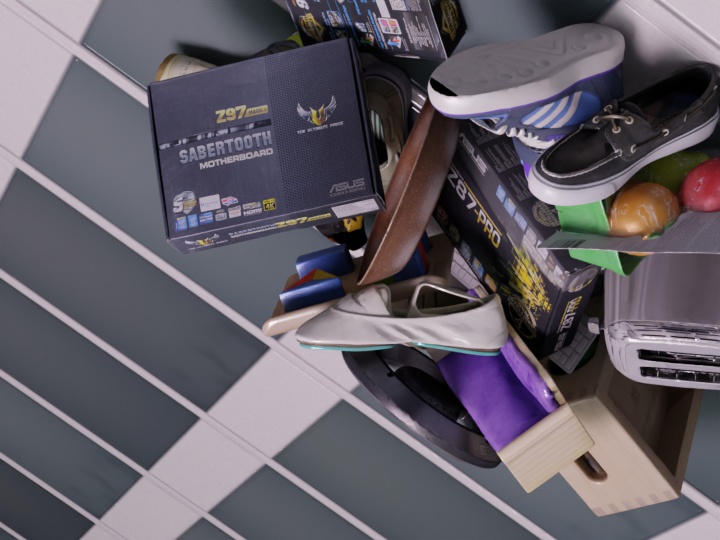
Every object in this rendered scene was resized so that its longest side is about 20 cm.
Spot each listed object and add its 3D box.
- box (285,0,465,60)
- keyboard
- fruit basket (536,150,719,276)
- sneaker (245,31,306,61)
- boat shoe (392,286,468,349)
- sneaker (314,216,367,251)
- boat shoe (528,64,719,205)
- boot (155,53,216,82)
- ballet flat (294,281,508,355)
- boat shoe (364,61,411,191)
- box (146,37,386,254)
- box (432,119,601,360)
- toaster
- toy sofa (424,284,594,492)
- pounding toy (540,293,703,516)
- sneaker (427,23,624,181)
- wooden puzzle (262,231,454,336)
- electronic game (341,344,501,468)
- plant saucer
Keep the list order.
[{"bbox_3d":[-0.006,-0.279,1.523,0.159,0.046,0.200,9,142,31],"label":"box"},{"bbox_3d":[0.159,0.026,1.719,0.200,0.056,0.011,42,-171,38],"label":"keyboard"},{"bbox_3d":[0.278,-0.054,1.465,0.200,0.185,0.094,7,124,35],"label":"fruit basket"},{"bbox_3d":[-0.045,-0.138,1.621,0.074,0.081,0.200,97,151,-58],"label":"sneaker"},{"bbox_3d":[0.065,0.047,1.799,0.068,0.075,0.200,0,174,39],"label":"boat shoe"},{"bbox_3d":[-0.028,-0.085,1.735,0.090,0.070,0.200,47,171,20],"label":"sneaker"},{"bbox_3d":[0.221,-0.118,1.433,0.069,0.200,0.057,41,146,36],"label":"boat shoe"},{"bbox_3d":[-0.115,-0.135,1.787,0.155,0.072,0.200,8,138,29],"label":"boot"},{"bbox_3d":[0.039,0.041,1.589,0.200,0.069,0.069,2,147,-7],"label":"ballet flat"},{"bbox_3d":[0.014,-0.121,1.704,0.072,0.062,0.200,19,145,19],"label":"boat shoe"},{"bbox_3d":[-0.086,-0.113,1.560,0.200,0.158,0.051,-11,162,8],"label":"box"},{"bbox_3d":[0.146,-0.035,1.635,0.200,0.049,0.161,57,156,24],"label":"box"},{"bbox_3d":[0.312,0.032,1.569,0.200,0.129,0.114,5,153,15],"label":"toaster"},{"bbox_3d":[0.133,0.109,1.642,0.098,0.083,0.200,53,-178,-37],"label":"toy sofa"},{"bbox_3d":[0.232,0.116,1.755,0.142,0.184,0.200,-21,121,37],"label":"pounding toy"},{"bbox_3d":[0.143,-0.121,1.468,0.081,0.200,0.147,42,141,41],"label":"sneaker"},{"bbox_3d":[0.000,0.000,1.708,0.185,0.200,0.046,-16,101,11],"label":"wooden puzzle"},{"bbox_3d":[0.063,0.129,1.720,0.200,0.042,0.200,35,-168,-9],"label":"electronic game"},{"bbox_3d":[0.049,-0.074,1.584,0.037,0.201,0.200,21,148,-5],"label":"plant saucer"}]
